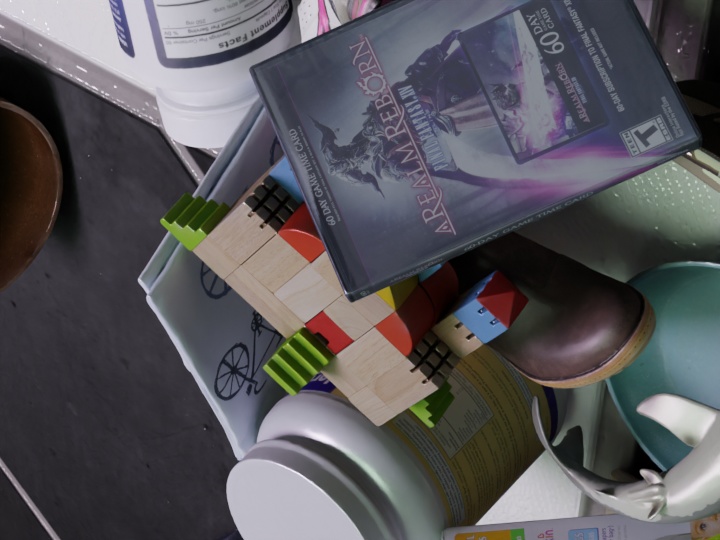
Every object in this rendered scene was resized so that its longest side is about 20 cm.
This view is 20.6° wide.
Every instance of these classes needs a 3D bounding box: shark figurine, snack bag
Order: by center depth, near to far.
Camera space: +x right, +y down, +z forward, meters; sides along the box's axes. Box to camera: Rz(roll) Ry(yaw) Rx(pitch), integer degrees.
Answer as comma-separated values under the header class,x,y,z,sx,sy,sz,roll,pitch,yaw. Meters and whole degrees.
class,x,y,z,sx,sy,sz,roll,pitch,yaw
shark figurine,0.196,0.114,1.151,0.214,0.089,0.128,-26,69,46
snack bag,-0.060,-0.004,1.248,0.021,0.189,0.200,15,151,26

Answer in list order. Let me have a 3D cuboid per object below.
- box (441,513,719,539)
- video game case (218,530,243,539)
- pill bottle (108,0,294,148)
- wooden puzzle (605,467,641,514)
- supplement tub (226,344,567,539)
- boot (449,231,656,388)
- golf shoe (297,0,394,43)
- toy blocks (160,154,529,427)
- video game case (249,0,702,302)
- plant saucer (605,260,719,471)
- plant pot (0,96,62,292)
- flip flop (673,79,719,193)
class,x,y,z,sx,sy,sz,roll,pitch,yaw
box,0.151,0.218,1.181,0.200,0.113,0.101,-5,128,9
video game case,-0.110,0.309,1.749,0.143,0.019,0.200,51,144,-3
pill bottle,-0.101,-0.180,1.215,0.111,0.111,0.200,20,135,34
wooden puzzle,0.230,0.243,1.316,0.185,0.046,0.200,27,140,27
supplement tub,0.024,0.111,1.277,0.145,0.200,0.145,28,139,27
boot,0.060,-0.007,1.147,0.166,0.072,0.200,38,166,-30
golf shoe,0.001,-0.133,1.195,0.092,0.073,0.200,50,149,30
toy blocks,0.000,0.000,1.107,0.200,0.100,0.137,43,146,-5
video game case,0.058,-0.086,1.042,0.019,0.200,0.143,62,-176,-71
plant saucer,0.234,0.070,1.159,0.200,0.036,0.200,28,140,26
plant pot,-0.363,-0.090,1.544,0.200,0.187,0.187,38,146,40
flip flop,0.227,-0.025,1.037,0.200,0.081,0.058,38,135,22
